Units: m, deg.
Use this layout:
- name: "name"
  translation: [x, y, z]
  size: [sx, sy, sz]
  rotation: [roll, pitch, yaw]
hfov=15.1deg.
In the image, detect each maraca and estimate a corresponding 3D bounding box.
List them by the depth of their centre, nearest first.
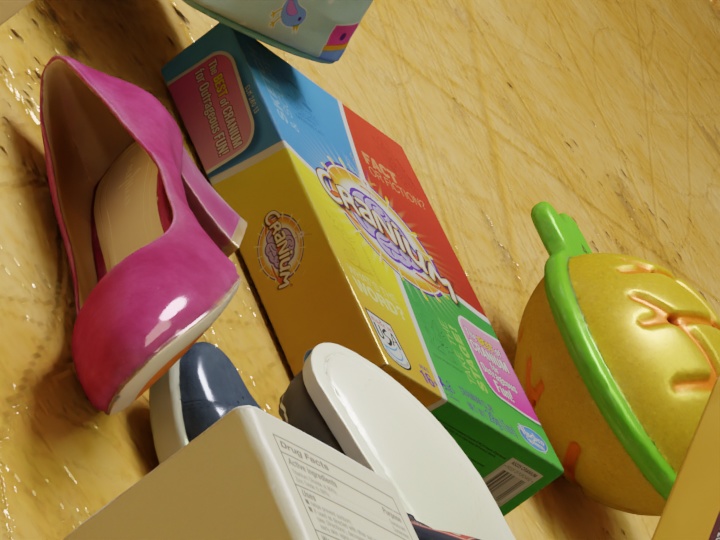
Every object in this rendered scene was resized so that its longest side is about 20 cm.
- name: "maraca"
  translation: [0.129, 0.043, 1.349]
  size: [0.137, 0.107, 0.200]
  rotation: [53, 14, -31]

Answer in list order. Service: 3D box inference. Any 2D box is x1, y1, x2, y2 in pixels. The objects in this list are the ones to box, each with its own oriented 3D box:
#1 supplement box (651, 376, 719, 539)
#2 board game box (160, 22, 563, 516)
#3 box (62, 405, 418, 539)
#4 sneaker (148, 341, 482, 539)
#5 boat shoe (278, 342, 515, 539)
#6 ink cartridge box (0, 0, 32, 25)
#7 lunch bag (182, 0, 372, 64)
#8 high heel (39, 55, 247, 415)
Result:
- name: "supplement box"
  translation: [0.193, 0.165, 0.918]
  size: [0.198, 0.199, 0.133]
  rotation: [-62, 149, -34]
- name: "board game box"
  translation: [0.000, 0.000, 1.192]
  size: [0.153, 0.040, 0.201]
  rotation: [33, 26, -51]
- name: "box"
  translation: [-0.005, 0.148, 0.797]
  size: [0.095, 0.078, 0.201]
  rotation: [33, 26, -51]
- name: "sneaker"
  translation: [0.003, 0.096, 0.918]
  size: [0.201, 0.084, 0.075]
  rotation: [59, 17, 19]
- name: "boat shoe"
  translation: [0.030, 0.120, 0.996]
  size: [0.202, 0.060, 0.072]
  rotation: [53, 28, -1]
- name: "ink cartridge box"
  translation: [-0.168, -0.139, 0.807]
  size: [0.084, 0.146, 0.200]
  rotation: [40, 20, -41]
- name: "lunch bag"
  translation: [-0.081, -0.177, 1.188]
  size: [0.200, 0.077, 0.160]
  rotation: [42, 9, 32]
- name: "high heel"
  translation: [-0.089, -0.019, 0.936]
  size: [0.096, 0.067, 0.200]
  rotation: [45, 19, -9]
